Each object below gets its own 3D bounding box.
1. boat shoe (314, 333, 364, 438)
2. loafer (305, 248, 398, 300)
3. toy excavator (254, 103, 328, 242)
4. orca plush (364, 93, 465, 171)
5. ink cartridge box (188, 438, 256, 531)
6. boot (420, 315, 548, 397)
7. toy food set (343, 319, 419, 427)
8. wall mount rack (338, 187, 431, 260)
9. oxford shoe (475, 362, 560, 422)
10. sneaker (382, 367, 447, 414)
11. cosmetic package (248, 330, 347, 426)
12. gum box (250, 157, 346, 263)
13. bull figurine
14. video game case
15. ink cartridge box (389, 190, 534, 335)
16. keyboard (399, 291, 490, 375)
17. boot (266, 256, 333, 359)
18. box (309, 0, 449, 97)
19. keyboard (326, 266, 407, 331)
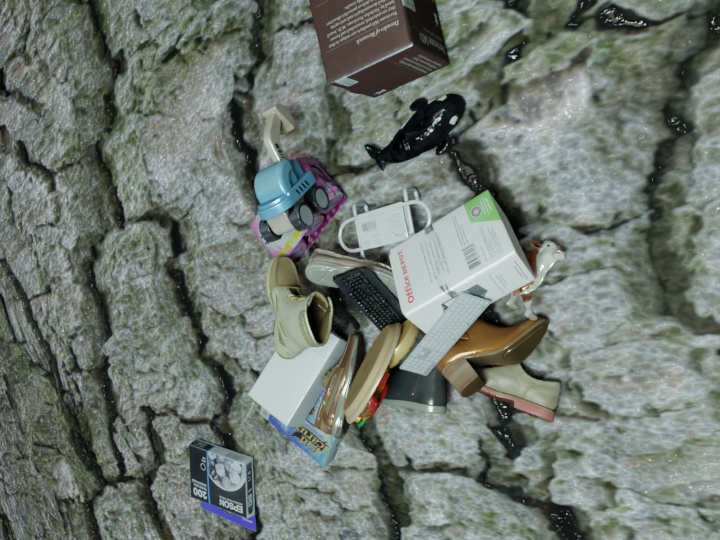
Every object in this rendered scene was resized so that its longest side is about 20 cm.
[{"bbox_3d":[-0.043,0.218,1.051,0.070,0.076,0.204,8,68,18],"label":"boat shoe"},{"bbox_3d":[0.000,0.000,0.986,0.196,0.064,0.073,12,140,0],"label":"loafer"},{"bbox_3d":[-0.144,-0.186,0.993,0.098,0.195,0.202,-14,116,32],"label":"toy excavator"},{"bbox_3d":[0.087,-0.246,0.946,0.197,0.071,0.107,-12,92,32],"label":"orca plush"},{"bbox_3d":[-0.350,0.547,1.359,0.195,0.043,0.205,5,102,30],"label":"ink cartridge box"},{"bbox_3d":[0.209,0.106,0.938,0.199,0.077,0.156,-40,47,7],"label":"boot"},{"bbox_3d":[0.030,0.180,0.952,0.048,0.202,0.198,28,156,-2],"label":"toy food set"},{"bbox_3d":[0.061,-0.053,0.998,0.197,0.074,0.178,-12,89,33],"label":"wall mount rack"},{"bbox_3d":[0.249,0.190,0.938,0.197,0.070,0.076,21,82,28],"label":"oxford shoe"},{"bbox_3d":[0.085,0.206,1.035,0.197,0.074,0.109,0,78,40],"label":"sneaker"},{"bbox_3d":[-0.122,0.201,1.096,0.112,0.081,0.202,32,87,22],"label":"cosmetic package"},{"bbox_3d":[-0.125,-0.123,1.097,0.114,0.066,0.201,49,118,15],"label":"gum box"},{"bbox_3d":[0.242,0.016,0.888,0.197,0.065,0.123,-10,52,39],"label":"bull figurine"},{"bbox_3d":[-0.115,0.292,1.173,0.198,0.045,0.184,31,113,23],"label":"video game case"},{"bbox_3d":[0.157,-0.010,0.873,0.198,0.084,0.147,-31,43,21],"label":"ink cartridge box"},{"bbox_3d":[0.133,0.107,0.873,0.201,0.055,0.011,-58,30,37],"label":"keyboard"},{"bbox_3d":[-0.114,0.054,1.011,0.154,0.071,0.204,-27,66,54],"label":"boot"},{"bbox_3d":[0.028,-0.424,0.897,0.162,0.165,0.204,-13,92,31],"label":"box"},{"bbox_3d":[0.013,0.073,1.001,0.125,0.021,0.200,-20,129,30],"label":"keyboard"}]
